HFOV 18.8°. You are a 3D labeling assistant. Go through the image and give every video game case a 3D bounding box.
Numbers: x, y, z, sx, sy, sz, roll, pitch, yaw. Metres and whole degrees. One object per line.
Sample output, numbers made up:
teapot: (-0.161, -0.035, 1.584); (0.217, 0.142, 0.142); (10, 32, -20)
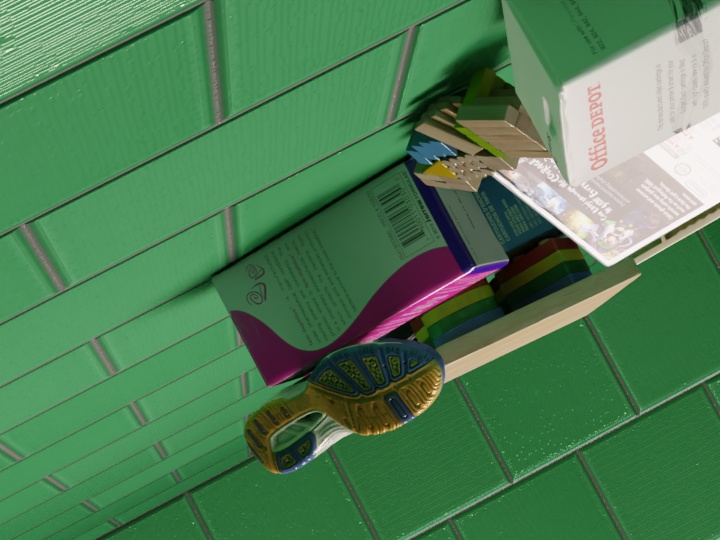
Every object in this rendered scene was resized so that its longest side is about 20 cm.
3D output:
video game case: (0.204, -0.096, 1.668); (0.182, 0.023, 0.200); (-32, 133, 27)

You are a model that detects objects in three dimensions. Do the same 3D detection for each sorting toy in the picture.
sorting toy: (0.132, 0.033, 1.991); (0.200, 0.070, 0.199); (-24, 173, -13)

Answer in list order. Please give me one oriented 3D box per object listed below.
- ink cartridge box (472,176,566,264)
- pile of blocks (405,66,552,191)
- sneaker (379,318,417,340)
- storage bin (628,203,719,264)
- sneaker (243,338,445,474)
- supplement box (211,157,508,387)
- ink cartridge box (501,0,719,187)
ink cartridge box: (0.137, -0.050, 2.008); (0.200, 0.076, 0.136); (-26, 173, -6)
pile of blocks: (0.080, -0.107, 1.499); (0.200, 0.082, 0.062); (-22, -133, 69)
sneaker: (0.003, 0.061, 2.128); (0.200, 0.111, 0.077); (-30, 173, 14)
storage bin: (0.377, -0.104, 2.380); (0.198, 0.094, 0.200); (-31, 178, 23)
sneaker: (-0.005, 0.091, 1.716); (0.200, 0.075, 0.088); (-25, -172, 38)
supplement box: (0.000, 0.000, 1.720); (0.200, 0.101, 0.103); (-30, 173, 19)
ink cartridge box: (0.191, -0.152, 1.304); (0.200, 0.084, 0.146); (-27, 156, -3)
